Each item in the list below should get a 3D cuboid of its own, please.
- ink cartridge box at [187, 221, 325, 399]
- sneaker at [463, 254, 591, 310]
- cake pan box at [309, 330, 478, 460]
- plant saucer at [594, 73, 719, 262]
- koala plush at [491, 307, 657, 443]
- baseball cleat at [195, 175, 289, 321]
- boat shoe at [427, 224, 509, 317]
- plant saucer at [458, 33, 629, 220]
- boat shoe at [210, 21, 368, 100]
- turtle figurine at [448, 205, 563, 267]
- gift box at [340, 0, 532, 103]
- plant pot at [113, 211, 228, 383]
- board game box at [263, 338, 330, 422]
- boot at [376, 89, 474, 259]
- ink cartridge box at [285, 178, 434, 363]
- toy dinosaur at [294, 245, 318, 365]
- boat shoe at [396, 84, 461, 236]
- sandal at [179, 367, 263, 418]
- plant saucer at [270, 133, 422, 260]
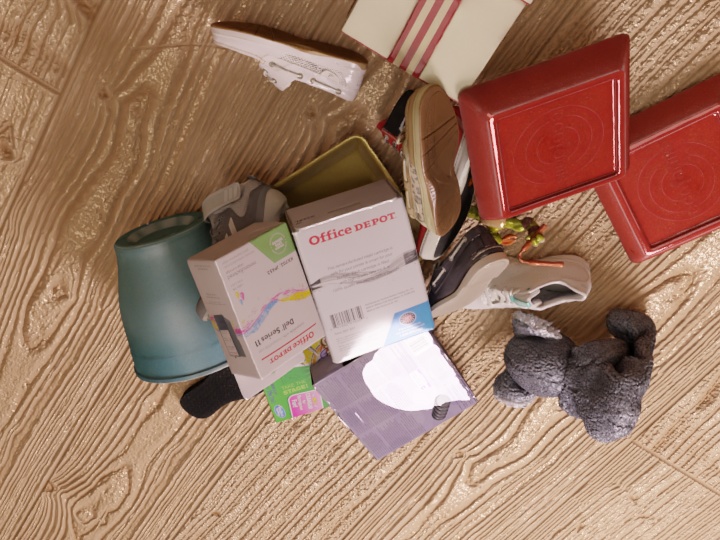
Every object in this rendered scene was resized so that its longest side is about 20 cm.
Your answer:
[{"bbox_3d":[-0.118,0.053,1.001,0.067,0.117,0.200,2,118,47],"label":"ink cartridge box"},{"bbox_3d":[0.217,0.027,1.126,0.200,0.089,0.075,-10,118,18],"label":"sneaker"},{"bbox_3d":[0.048,0.168,1.199,0.184,0.052,0.200,-34,120,6],"label":"cake pan box"},{"bbox_3d":[0.411,-0.118,1.046,0.200,0.037,0.200,-25,113,20],"label":"plant saucer"},{"bbox_3d":[0.293,0.139,1.146,0.200,0.184,0.178,19,120,10],"label":"koala plush"},{"bbox_3d":[-0.177,-0.034,1.055,0.106,0.200,0.070,32,157,-1],"label":"baseball cleat"},{"bbox_3d":[0.131,0.006,1.094,0.073,0.063,0.200,-14,160,-27],"label":"boat shoe"},{"bbox_3d":[0.225,-0.150,0.939,0.200,0.037,0.200,-20,135,0],"label":"plant saucer"},{"bbox_3d":[-0.094,-0.259,1.017,0.200,0.071,0.069,16,118,-3],"label":"boat shoe"},{"bbox_3d":[0.191,-0.091,1.073,0.200,0.064,0.162,22,116,28],"label":"turtle figurine"},{"bbox_3d":[0.102,-0.314,0.896,0.184,0.200,0.187,26,117,-14],"label":"gift box"},{"bbox_3d":[-0.250,0.026,1.132,0.200,0.200,0.188,-12,110,13],"label":"plant pot"},{"bbox_3d":[-0.054,0.131,1.209,0.200,0.040,0.153,-18,121,-2],"label":"board game box"},{"bbox_3d":[0.075,-0.124,1.053,0.144,0.072,0.200,23,110,22],"label":"boot"},{"bbox_3d":[0.000,0.000,1.065,0.145,0.084,0.200,-18,116,-6],"label":"ink cartridge box"},{"bbox_3d":[-0.107,0.026,1.113,0.077,0.102,0.200,2,82,28],"label":"toy dinosaur"},{"bbox_3d":[0.071,-0.125,0.936,0.063,0.073,0.200,26,142,33],"label":"boat shoe"},{"bbox_3d":[-0.214,0.175,1.291,0.200,0.048,0.075,-29,114,34],"label":"sandal"},{"bbox_3d":[-0.025,-0.069,1.127,0.200,0.048,0.200,-29,111,20],"label":"plant saucer"}]
